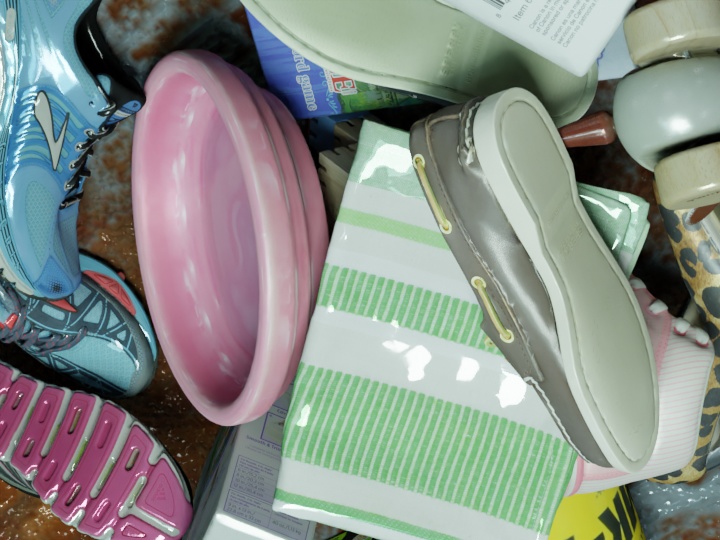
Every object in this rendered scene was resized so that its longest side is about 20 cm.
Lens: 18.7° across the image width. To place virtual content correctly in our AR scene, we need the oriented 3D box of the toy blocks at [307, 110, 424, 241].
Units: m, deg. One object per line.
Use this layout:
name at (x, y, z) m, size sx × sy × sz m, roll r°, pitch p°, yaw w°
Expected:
toy blocks at (0.000, 0.000, 1.187) m, size 0.100 × 0.137 × 0.201 m, roll -16°, pitch 125°, yaw -29°

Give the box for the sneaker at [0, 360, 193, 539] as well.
sneaker at (-0.171, 0.108, 1.298) m, size 0.199 × 0.074 × 0.087 m, roll 24°, pitch 173°, yaw 26°

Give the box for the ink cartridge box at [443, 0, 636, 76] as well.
ink cartridge box at (0.057, -0.207, 1.015) m, size 0.200 × 0.084 × 0.144 m, roll 28°, pitch 124°, yaw -8°

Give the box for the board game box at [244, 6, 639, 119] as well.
board game box at (0.029, -0.182, 1.113) m, size 0.199 × 0.041 × 0.201 m, roll -7°, pitch 121°, yaw 16°

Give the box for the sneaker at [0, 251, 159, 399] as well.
sneaker at (-0.208, 0.021, 1.263) m, size 0.200 × 0.096 × 0.079 m, roll 38°, pitch 123°, yaw -13°

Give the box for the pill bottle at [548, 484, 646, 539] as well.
pill bottle at (0.107, 0.160, 1.258) m, size 0.114 × 0.114 × 0.200 m, roll -12°, pitch 119°, yaw 19°

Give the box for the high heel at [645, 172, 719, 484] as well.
high heel at (0.166, 0.037, 1.212) m, size 0.142 × 0.072 × 0.200 m, roll -21°, pitch 120°, yaw 24°

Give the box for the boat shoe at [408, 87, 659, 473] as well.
boat shoe at (0.084, 0.009, 1.048) m, size 0.059 × 0.072 × 0.200 m, roll -11°, pitch 114°, yaw 36°

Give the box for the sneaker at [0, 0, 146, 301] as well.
sneaker at (-0.162, -0.077, 1.186) m, size 0.090 × 0.078 × 0.201 m, roll 1°, pitch 110°, yaw 3°

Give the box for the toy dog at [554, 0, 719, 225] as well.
toy dog at (0.166, -0.070, 1.073) m, size 0.096 × 0.132 × 0.200 m, roll -12°, pitch 154°, yaw 30°

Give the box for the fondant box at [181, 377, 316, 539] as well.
fondant box at (-0.061, 0.133, 1.242) m, size 0.058 × 0.200 × 0.145 m, roll 20°, pitch 125°, yaw -6°

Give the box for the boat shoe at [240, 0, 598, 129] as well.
boat shoe at (0.020, -0.126, 1.089) m, size 0.199 × 0.066 × 0.075 m, roll 17°, pitch 92°, yaw -9°

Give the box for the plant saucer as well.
plant saucer at (-0.068, -0.019, 1.171) m, size 0.051 × 0.201 × 0.201 m, roll -9°, pitch 128°, yaw -23°

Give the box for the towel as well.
towel at (0.048, 0.042, 1.088) m, size 0.152 × 0.023 × 0.201 m, roll 15°, pitch 95°, yaw -7°

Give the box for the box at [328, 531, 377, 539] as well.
box at (0.014, 0.214, 1.380) m, size 0.200 × 0.035 × 0.110 m, roll -29°, pitch 113°, yaw 26°

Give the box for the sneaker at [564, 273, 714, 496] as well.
sneaker at (0.129, 0.021, 1.170) m, size 0.104 × 0.201 × 0.075 m, roll -5°, pitch 161°, yaw -10°
